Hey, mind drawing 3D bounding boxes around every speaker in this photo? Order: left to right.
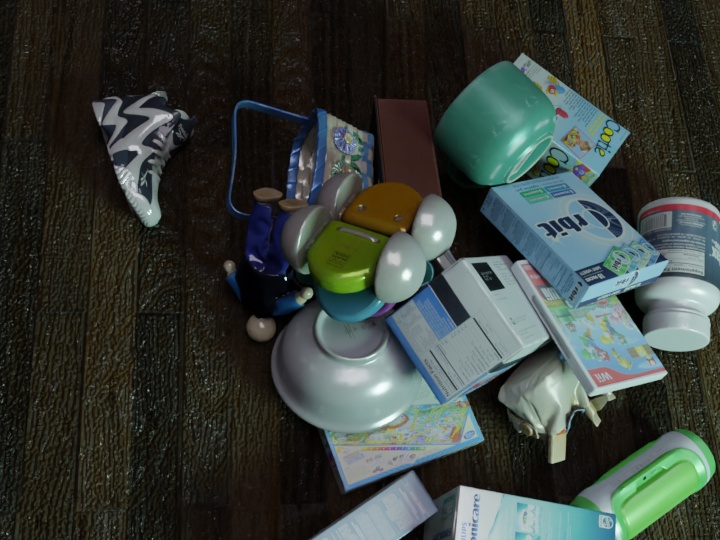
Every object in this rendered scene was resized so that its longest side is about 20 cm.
[{"bbox_3d":[0.370,0.289,1.188,0.199,0.089,0.089,-27,76,-21],"label":"speaker"}]

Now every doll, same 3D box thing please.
[{"bbox_3d":[-0.115,0.003,1.156,0.136,0.201,0.048,23,24,23],"label":"doll"}]

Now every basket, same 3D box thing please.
[{"bbox_3d":[-0.082,-0.140,1.234,0.199,0.139,0.178,6,67,-16],"label":"basket"}]

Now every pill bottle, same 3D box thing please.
[{"bbox_3d":[0.457,0.008,1.302,0.119,0.120,0.201,13,67,-7],"label":"pill bottle"}]

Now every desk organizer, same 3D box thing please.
[{"bbox_3d":[0.059,-0.147,1.247,0.076,0.072,0.201,1,51,-6],"label":"desk organizer"}]

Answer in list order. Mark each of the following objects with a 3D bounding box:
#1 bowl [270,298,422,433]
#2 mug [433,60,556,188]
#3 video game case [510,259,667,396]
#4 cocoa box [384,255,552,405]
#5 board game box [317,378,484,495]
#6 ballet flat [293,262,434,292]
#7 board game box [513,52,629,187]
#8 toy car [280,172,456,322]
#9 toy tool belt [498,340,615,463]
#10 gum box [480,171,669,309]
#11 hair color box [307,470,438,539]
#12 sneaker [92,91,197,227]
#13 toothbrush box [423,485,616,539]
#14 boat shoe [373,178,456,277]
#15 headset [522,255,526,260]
[{"bbox_3d":[-0.014,0.098,1.151,0.200,0.091,0.202,3,52,-4],"label":"bowl"},{"bbox_3d":[0.193,-0.185,1.241,0.152,0.185,0.114,-43,76,-2],"label":"mug"},{"bbox_3d":[0.296,0.064,1.175,0.142,0.017,0.201,-6,56,-35],"label":"video game case"},{"bbox_3d":[0.147,0.070,1.151,0.131,0.200,0.134,-39,76,21],"label":"cocoa box"},{"bbox_3d":[0.046,0.195,1.184,0.199,0.034,0.135,-16,73,-17],"label":"board game box"},{"bbox_3d":[0.000,0.000,1.234,0.199,0.072,0.073,1,68,-12],"label":"ballet flat"},{"bbox_3d":[0.280,-0.210,1.360,0.200,0.103,0.105,38,64,5],"label":"board game box"},{"bbox_3d":[0.010,-0.016,1.092,0.174,0.151,0.200,18,41,21],"label":"toy car"},{"bbox_3d":[0.281,0.156,1.216,0.200,0.125,0.123,-39,101,-36],"label":"toy tool belt"},{"bbox_3d":[0.288,-0.048,1.223,0.169,0.045,0.200,-13,51,-35],"label":"gum box"},{"bbox_3d":[-0.012,0.324,1.083,0.199,0.099,0.061,-29,77,-21],"label":"hair color box"},{"bbox_3d":[-0.275,-0.164,1.234,0.129,0.080,0.200,-21,64,-10],"label":"sneaker"},{"bbox_3d":[0.188,0.331,1.099,0.199,0.147,0.086,11,66,-7],"label":"toothbrush box"},{"bbox_3d":[0.090,-0.067,1.279,0.071,0.070,0.201,-32,75,-16],"label":"boat shoe"},{"bbox_3d":[0.279,-0.031,1.292,0.199,0.094,0.124,32,64,20],"label":"headset"}]
